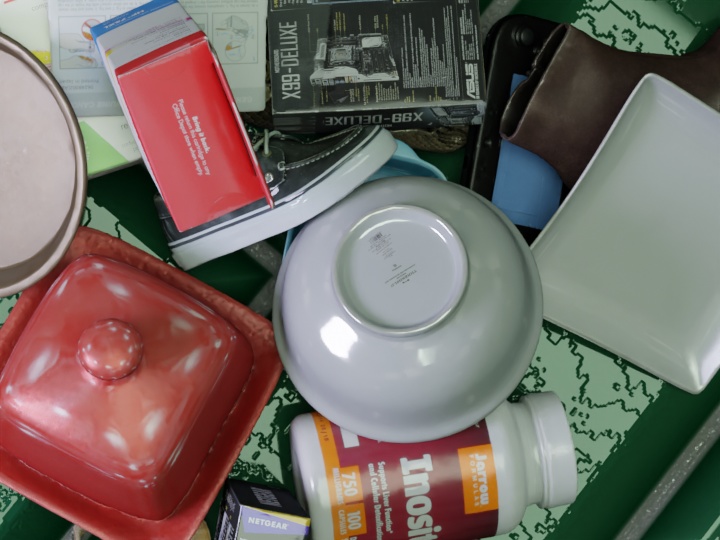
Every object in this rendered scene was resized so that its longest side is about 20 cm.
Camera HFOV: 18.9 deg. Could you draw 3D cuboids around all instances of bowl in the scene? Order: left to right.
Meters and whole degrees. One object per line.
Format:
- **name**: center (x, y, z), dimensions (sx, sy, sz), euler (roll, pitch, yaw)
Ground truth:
- **bowl**: center (0.031, 0.013, 1.530), dimensions (0.199, 0.090, 0.203), euler (-1, 71, 4)

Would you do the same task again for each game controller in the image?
- **game controller**: center (0.126, -0.088, 1.629), dimensions (0.104, 0.042, 0.202), euler (10, 89, -23)

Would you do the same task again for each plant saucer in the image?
- **plant saucer**: center (-0.278, -0.079, 1.550), dimensions (0.199, 0.029, 0.202), euler (6, 105, 22)

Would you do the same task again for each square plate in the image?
- **square plate**: center (0.230, -0.027, 1.611), dimensions (0.197, 0.028, 0.201), euler (26, 108, -23)

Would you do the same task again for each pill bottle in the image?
- **pill bottle**: center (0.053, 0.146, 1.592), dimensions (0.198, 0.113, 0.114), euler (-10, 91, -7)

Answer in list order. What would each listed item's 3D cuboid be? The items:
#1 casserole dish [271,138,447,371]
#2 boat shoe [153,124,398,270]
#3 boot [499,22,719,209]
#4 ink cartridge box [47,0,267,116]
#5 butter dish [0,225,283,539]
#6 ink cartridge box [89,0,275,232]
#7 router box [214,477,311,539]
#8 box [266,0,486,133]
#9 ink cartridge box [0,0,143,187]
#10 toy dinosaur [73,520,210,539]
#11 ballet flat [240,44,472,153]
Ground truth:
- **casserole dish**: center (0.000, 0.000, 1.622), dimensions (0.120, 0.039, 0.202), euler (10, 88, -5)
- **boat shoe**: center (-0.069, -0.066, 1.561), dimensions (0.199, 0.072, 0.071), euler (-26, 102, 24)
- **boot**: center (0.212, -0.141, 1.607), dimensions (0.166, 0.072, 0.201), euler (32, 93, -33)
- **ink cartridge box**: center (-0.146, -0.214, 1.546), dimensions (0.159, 0.047, 0.202), euler (-3, 106, -13)
- **butter dish**: center (-0.172, 0.072, 1.525), dimensions (0.199, 0.148, 0.201), euler (28, 74, 5)
- **ink cartridge box**: center (-0.120, -0.104, 1.450), dimensions (0.067, 0.200, 0.117), euler (-23, 111, -5)
- **router box**: center (-0.081, 0.236, 1.532), dimensions (0.052, 0.200, 0.158), euler (11, 89, -6)
- **box**: center (0.008, -0.204, 1.590), dimensions (0.156, 0.050, 0.202), euler (-4, 77, -2)
- **ink cartridge box**: center (-0.205, -0.171, 1.582), dimensions (0.116, 0.067, 0.201), euler (-19, 92, -8)
- **toy dinosaur**: center (-0.161, 0.187, 1.600), dimensions (0.100, 0.058, 0.201), euler (0, 69, -11)
- **ballet flat**: center (-0.009, -0.127, 1.618), dimensions (0.199, 0.046, 0.068), euler (14, 88, -7)
